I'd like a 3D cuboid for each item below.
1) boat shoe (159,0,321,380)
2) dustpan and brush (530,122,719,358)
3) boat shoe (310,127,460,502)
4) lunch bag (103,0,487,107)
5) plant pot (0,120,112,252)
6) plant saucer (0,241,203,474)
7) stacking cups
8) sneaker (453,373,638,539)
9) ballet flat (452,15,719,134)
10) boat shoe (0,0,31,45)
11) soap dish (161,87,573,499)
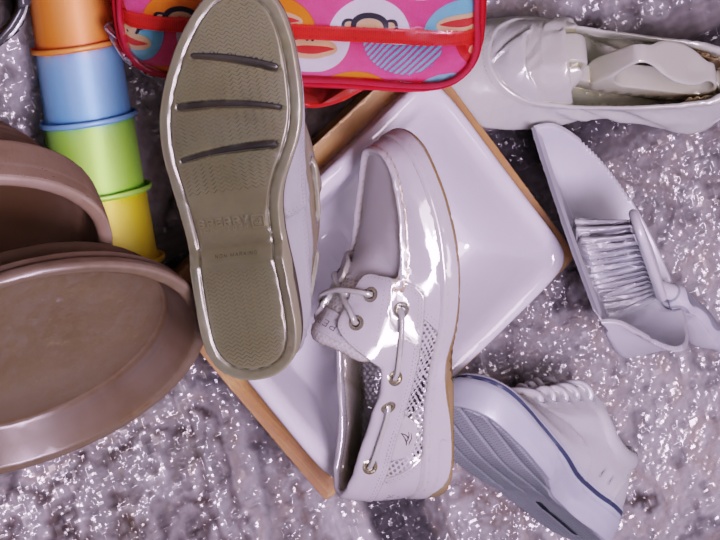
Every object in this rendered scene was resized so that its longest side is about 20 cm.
[{"bbox_3d":[-0.058,-0.050,1.427,0.074,0.068,0.201,2,105,9],"label":"boat shoe"},{"bbox_3d":[0.164,0.008,1.602,0.057,0.140,0.200,-21,147,8],"label":"dustpan and brush"},{"bbox_3d":[0.009,0.028,1.467,0.069,0.071,0.201,-8,104,-23],"label":"boat shoe"},{"bbox_3d":[-0.031,-0.163,1.438,0.198,0.082,0.177,2,124,2],"label":"lunch bag"},{"bbox_3d":[-0.233,-0.024,1.409,0.200,0.201,0.093,-12,62,-21],"label":"plant pot"},{"bbox_3d":[-0.176,0.045,1.443,0.199,0.200,0.030,-10,60,-21],"label":"plant saucer"},{"bbox_3d":[-0.151,-0.098,1.476,0.060,0.060,0.201,-15,102,-20],"label":"stacking cups"},{"bbox_3d":[0.100,0.090,1.585,0.200,0.073,0.071,46,61,-56],"label":"sneaker"},{"bbox_3d":[0.129,-0.115,1.581,0.199,0.069,0.070,3,98,-24],"label":"ballet flat"},{"bbox_3d":[-0.260,-0.105,1.422,0.199,0.068,0.072,-27,109,-14],"label":"boat shoe"},{"bbox_3d":[0.000,0.000,1.542,0.200,0.081,0.158,-44,113,-11],"label":"soap dish"}]
